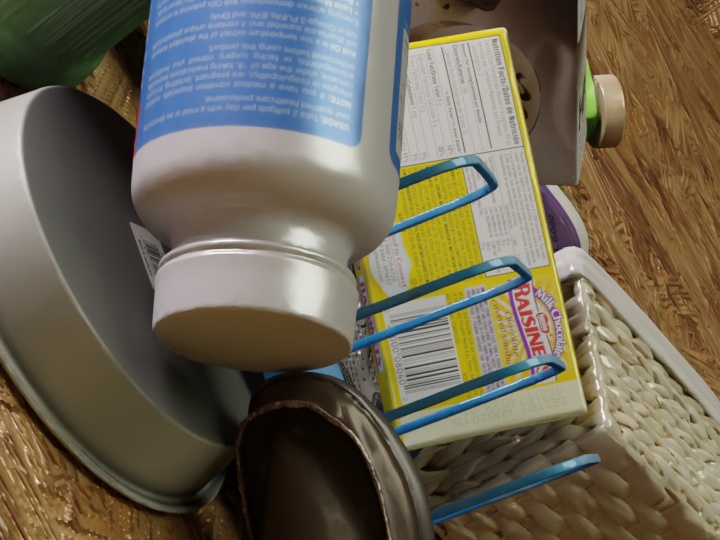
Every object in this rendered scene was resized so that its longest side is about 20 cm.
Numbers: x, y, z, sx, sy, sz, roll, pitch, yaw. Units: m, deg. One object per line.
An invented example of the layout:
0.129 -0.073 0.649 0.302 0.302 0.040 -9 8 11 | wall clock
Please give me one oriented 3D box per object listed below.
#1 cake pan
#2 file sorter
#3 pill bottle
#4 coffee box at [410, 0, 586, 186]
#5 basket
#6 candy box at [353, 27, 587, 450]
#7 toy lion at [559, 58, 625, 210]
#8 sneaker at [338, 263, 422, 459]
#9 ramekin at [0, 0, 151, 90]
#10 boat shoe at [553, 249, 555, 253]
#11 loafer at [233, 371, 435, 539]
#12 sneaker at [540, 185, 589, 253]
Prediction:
-0.103 0.005 0.957 0.201 0.037 0.201 51 20 -26 | cake pan
0.035 0.063 1.026 0.139 0.122 0.202 24 46 -79 | file sorter
-0.037 -0.066 0.931 0.112 0.111 0.202 34 55 -53 | pill bottle
0.070 -0.154 1.250 0.080 0.112 0.202 -73 164 -58 | coffee box
0.121 0.106 1.248 0.200 0.135 0.124 43 27 -42 | basket
0.044 -0.016 1.132 0.026 0.101 0.202 150 -71 -71 | candy box
0.104 -0.117 1.518 0.201 0.068 0.193 107 -26 -55 | toy lion
0.000 0.000 1.162 0.077 0.085 0.201 23 42 -62 | sneaker
-0.150 -0.191 1.027 0.200 0.097 0.201 51 20 -26 | ramekin
0.061 -0.015 1.241 0.200 0.072 0.072 50 11 -53 | boat shoe
-0.006 0.140 0.913 0.071 0.073 0.202 -14 87 -65 | loafer
0.058 -0.068 1.354 0.200 0.076 0.087 50 27 6 | sneaker
